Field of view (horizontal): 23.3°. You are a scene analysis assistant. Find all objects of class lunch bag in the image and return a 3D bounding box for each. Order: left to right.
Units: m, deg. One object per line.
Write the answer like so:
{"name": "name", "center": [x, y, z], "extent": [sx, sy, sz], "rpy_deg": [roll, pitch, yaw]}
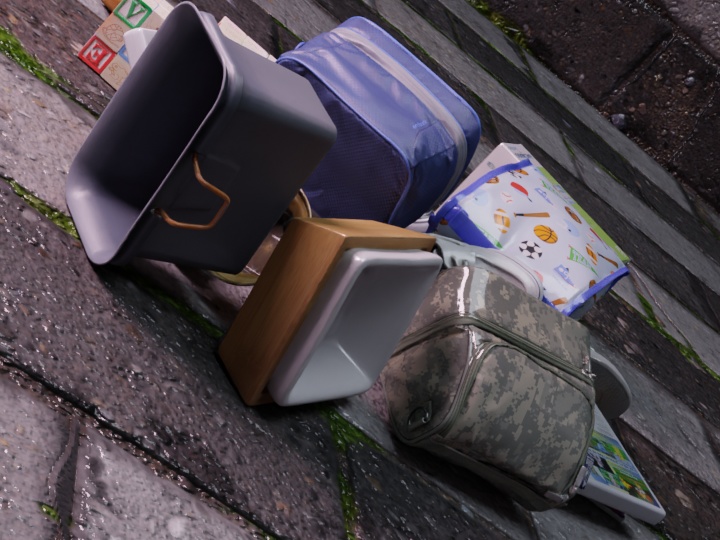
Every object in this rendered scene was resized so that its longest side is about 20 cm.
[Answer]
{"name": "lunch bag", "center": [0.002, -0.133, 1.601], "extent": [0.200, 0.136, 0.132], "rpy_deg": [44, 46, 14]}
{"name": "lunch bag", "center": [0.118, 0.115, 1.588], "extent": [0.200, 0.139, 0.168], "rpy_deg": [30, 49, -35]}
{"name": "lunch bag", "center": [0.160, -0.012, 1.753], "extent": [0.170, 0.124, 0.200], "rpy_deg": [46, 18, 8]}

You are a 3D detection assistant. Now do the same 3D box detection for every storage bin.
{"name": "storage bin", "center": [-0.115, -0.085, 1.371], "extent": [0.134, 0.200, 0.146], "rpy_deg": [16, 31, -38]}

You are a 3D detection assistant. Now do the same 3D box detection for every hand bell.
{"name": "hand bell", "center": [-0.062, 0.000, 1.546], "extent": [0.104, 0.104, 0.200], "rpy_deg": [53, 0, 28]}

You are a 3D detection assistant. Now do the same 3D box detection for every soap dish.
{"name": "soap dish", "center": [-0.024, 0.029, 1.438], "extent": [0.081, 0.158, 0.200], "rpy_deg": [34, 13, 19]}

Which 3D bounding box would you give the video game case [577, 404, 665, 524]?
{"name": "video game case", "center": [0.210, 0.165, 1.779], "extent": [0.200, 0.022, 0.182], "rpy_deg": [27, 25, -44]}

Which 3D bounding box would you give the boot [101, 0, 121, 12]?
{"name": "boot", "center": [-0.169, -0.219, 1.884], "extent": [0.188, 0.069, 0.200], "rpy_deg": [7, 32, -51]}

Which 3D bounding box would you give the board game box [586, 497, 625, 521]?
{"name": "board game box", "center": [0.198, 0.154, 1.856], "extent": [0.200, 0.026, 0.200], "rpy_deg": [38, 18, -20]}

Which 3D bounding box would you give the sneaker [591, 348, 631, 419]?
{"name": "sneaker", "center": [0.229, 0.083, 2.000], "extent": [0.200, 0.074, 0.118], "rpy_deg": [35, 25, -18]}

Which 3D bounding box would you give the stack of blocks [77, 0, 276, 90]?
{"name": "stack of blocks", "center": [-0.160, -0.191, 1.706], "extent": [0.200, 0.115, 0.059], "rpy_deg": [41, 17, -9]}

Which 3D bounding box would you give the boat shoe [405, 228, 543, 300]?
{"name": "boat shoe", "center": [0.073, 0.004, 1.630], "extent": [0.200, 0.074, 0.065], "rpy_deg": [13, 5, 4]}

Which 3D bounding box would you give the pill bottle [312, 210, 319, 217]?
{"name": "pill bottle", "center": [-0.031, -0.117, 1.753], "extent": [0.104, 0.104, 0.200], "rpy_deg": [40, 45, -11]}

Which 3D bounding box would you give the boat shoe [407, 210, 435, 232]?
{"name": "boat shoe", "center": [0.008, -0.102, 1.860], "extent": [0.070, 0.066, 0.200], "rpy_deg": [-16, 38, -37]}

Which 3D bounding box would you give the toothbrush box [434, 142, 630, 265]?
{"name": "toothbrush box", "center": [0.198, -0.033, 2.092], "extent": [0.200, 0.146, 0.086], "rpy_deg": [47, 18, 12]}

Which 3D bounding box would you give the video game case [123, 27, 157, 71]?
{"name": "video game case", "center": [-0.139, -0.110, 1.555], "extent": [0.182, 0.024, 0.200], "rpy_deg": [-6, 83, -69]}
